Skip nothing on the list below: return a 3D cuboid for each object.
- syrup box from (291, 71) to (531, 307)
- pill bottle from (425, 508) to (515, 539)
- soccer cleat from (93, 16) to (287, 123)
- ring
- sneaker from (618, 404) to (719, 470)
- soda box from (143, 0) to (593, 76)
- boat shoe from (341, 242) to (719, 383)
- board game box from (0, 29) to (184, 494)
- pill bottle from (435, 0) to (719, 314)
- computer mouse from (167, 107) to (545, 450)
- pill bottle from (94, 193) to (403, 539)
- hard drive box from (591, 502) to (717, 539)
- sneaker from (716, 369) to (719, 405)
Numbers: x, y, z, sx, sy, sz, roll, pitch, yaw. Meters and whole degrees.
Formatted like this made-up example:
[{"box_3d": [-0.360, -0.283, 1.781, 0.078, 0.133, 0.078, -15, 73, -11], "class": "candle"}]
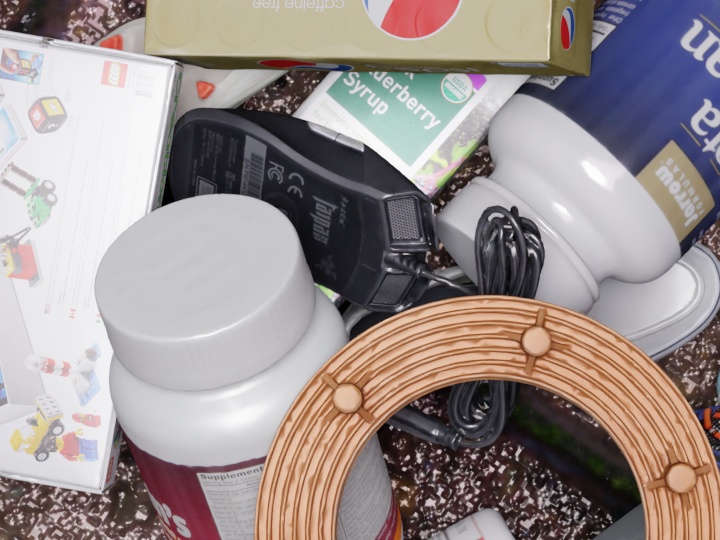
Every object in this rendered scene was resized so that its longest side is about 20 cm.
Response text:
[{"box_3d": [0.005, -0.059, 1.134, 0.079, 0.081, 0.200, 42, 90, 2], "class": "syrup box"}, {"box_3d": [0.004, 0.209, 1.105, 0.200, 0.114, 0.114, -28, 87, 0], "class": "pill bottle"}, {"box_3d": [-0.064, -0.113, 1.148, 0.200, 0.078, 0.069, -31, 82, 19], "class": "soccer cleat"}, {"box_3d": [0.055, 0.110, 0.955, 0.200, 0.019, 0.201, 0, 88, 1], "class": "ring"}, {"box_3d": [0.207, 0.073, 1.090, 0.200, 0.075, 0.079, -1, 116, -34], "class": "sneaker"}, {"box_3d": [0.003, -0.126, 1.042, 0.200, 0.064, 0.068, 3, 90, 22], "class": "soda box"}, {"box_3d": [0.085, 0.025, 1.135, 0.200, 0.065, 0.074, -15, 87, 0], "class": "boat shoe"}, {"box_3d": [-0.160, -0.008, 1.050, 0.126, 0.035, 0.201, 10, 93, 3], "class": "board game box"}, {"box_3d": [0.131, -0.065, 1.076, 0.111, 0.111, 0.200, 44, 82, 3], "class": "pill bottle"}, {"box_3d": [0.000, 0.000, 1.063, 0.200, 0.046, 0.141, 20, 127, 26], "class": "computer mouse"}, {"box_3d": [-0.050, 0.068, 1.033, 0.109, 0.200, 0.110, -9, 42, 8], "class": "pill bottle"}, {"box_3d": [0.162, 0.192, 1.060, 0.077, 0.200, 0.156, -36, 86, 0], "class": "hard drive box"}, {"box_3d": [0.219, -0.020, 1.144, 0.082, 0.074, 0.200, 31, 94, 33], "class": "sneaker"}]
